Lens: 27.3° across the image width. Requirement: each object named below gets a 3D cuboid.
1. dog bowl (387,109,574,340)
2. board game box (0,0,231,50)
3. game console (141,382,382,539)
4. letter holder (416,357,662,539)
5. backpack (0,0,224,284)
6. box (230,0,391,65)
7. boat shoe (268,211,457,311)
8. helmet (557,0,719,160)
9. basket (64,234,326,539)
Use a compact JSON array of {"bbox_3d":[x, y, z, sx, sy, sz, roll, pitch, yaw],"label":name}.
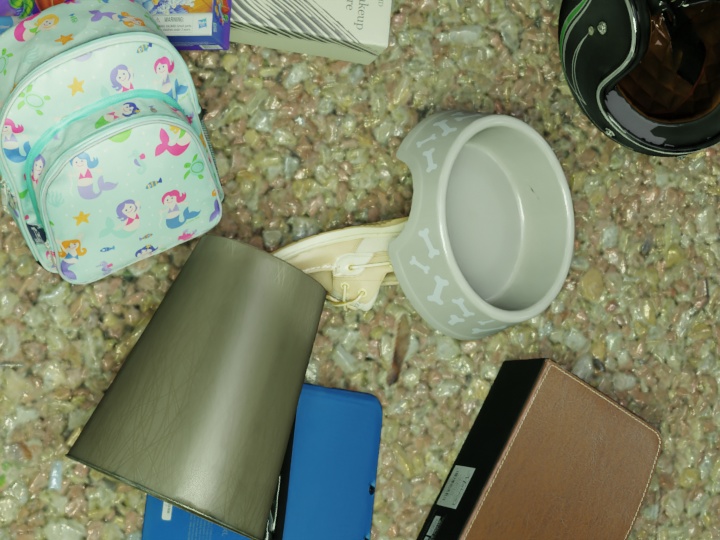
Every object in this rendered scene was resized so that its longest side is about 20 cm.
[{"bbox_3d":[0.110,-0.042,1.281,0.198,0.058,0.203,5,82,-41],"label":"dog bowl"},{"bbox_3d":[-0.203,-0.252,1.218,0.197,0.045,0.137,1,83,15],"label":"board game box"},{"bbox_3d":[-0.084,0.195,1.265,0.168,0.118,0.203,4,81,17],"label":"game console"},{"bbox_3d":[0.156,0.199,1.289,0.141,0.100,0.202,31,77,-12],"label":"letter holder"},{"bbox_3d":[-0.203,-0.103,1.152,0.176,0.151,0.202,-23,131,-14],"label":"backpack"},{"bbox_3d":[-0.074,-0.238,1.287,0.197,0.068,0.083,6,83,-14],"label":"box"},{"bbox_3d":[0.000,0.000,1.279,0.197,0.074,0.070,-13,82,-17],"label":"boat shoe"},{"bbox_3d":[0.266,-0.206,1.315,0.197,0.192,0.202,1,52,-2],"label":"helmet"},{"bbox_3d":[-0.116,0.086,1.165,0.178,0.136,0.202,16,76,28],"label":"basket"}]
